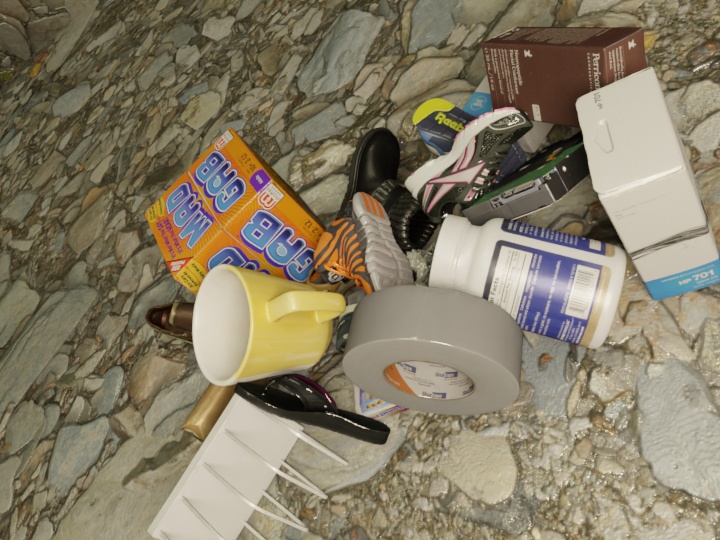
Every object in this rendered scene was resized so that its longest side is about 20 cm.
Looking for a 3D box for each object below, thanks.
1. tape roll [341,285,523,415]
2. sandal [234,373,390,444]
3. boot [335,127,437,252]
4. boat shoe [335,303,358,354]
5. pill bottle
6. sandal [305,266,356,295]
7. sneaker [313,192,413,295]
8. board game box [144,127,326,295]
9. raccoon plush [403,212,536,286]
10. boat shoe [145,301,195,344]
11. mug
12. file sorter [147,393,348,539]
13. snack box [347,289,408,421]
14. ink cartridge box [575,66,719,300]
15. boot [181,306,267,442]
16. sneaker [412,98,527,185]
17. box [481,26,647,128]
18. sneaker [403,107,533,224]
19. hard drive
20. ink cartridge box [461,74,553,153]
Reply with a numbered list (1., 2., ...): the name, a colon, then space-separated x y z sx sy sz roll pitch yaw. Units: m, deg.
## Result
1. tape roll: 0.081 0.095 0.784 0.198 0.200 0.067 -10 52 33
2. sandal: -0.055 0.160 0.857 0.075 0.198 0.049 -153 81 -81
3. boot: 0.055 -0.125 1.053 0.157 0.079 0.214 1 70 46
4. boat shoe: 0.061 0.075 0.888 0.197 0.075 0.062 -3 50 15
5. pill bottle: 0.182 0.006 0.779 0.198 0.116 0.117 16 67 13
6. sandal: -0.046 0.012 1.026 0.200 0.054 0.081 -43 37 36
7. sneaker: 0.000 0.000 0.919 0.112 0.077 0.201 -44 39 29
8. board game box: -0.183 -0.058 1.106 0.200 0.200 0.200 -44 42 3
9. raccoon plush: 0.138 -0.022 0.940 0.199 0.098 0.133 -32 19 -30
10. boat shoe: -0.289 0.086 1.170 0.201 0.075 0.076 -6 67 38
11. mug: -0.108 0.078 0.902 0.186 0.152 0.151 22 102 48
12. file sorter: -0.131 0.281 0.864 0.124 0.139 0.201 22 74 42
13. snack box: 0.022 0.106 0.952 0.071 0.024 0.202 -24 47 21
14. ink cartridge box: 0.309 -0.085 0.737 0.085 0.200 0.148 -18 50 27
15. boot: -0.190 0.141 0.989 0.066 0.175 0.201 8 60 49
16. sneaker: 0.165 -0.175 1.019 0.074 0.082 0.200 -43 62 -9
17. box: 0.245 -0.237 0.851 0.075 0.101 0.199 -30 30 -24
18. sneaker: 0.152 -0.130 0.912 0.200 0.080 0.087 -38 71 42
19. hard drive: 0.231 -0.119 0.848 0.199 0.038 0.139 -36 8 -34
20. ink cartridge box: 0.253 -0.280 1.023 0.115 0.067 0.201 26 77 46
